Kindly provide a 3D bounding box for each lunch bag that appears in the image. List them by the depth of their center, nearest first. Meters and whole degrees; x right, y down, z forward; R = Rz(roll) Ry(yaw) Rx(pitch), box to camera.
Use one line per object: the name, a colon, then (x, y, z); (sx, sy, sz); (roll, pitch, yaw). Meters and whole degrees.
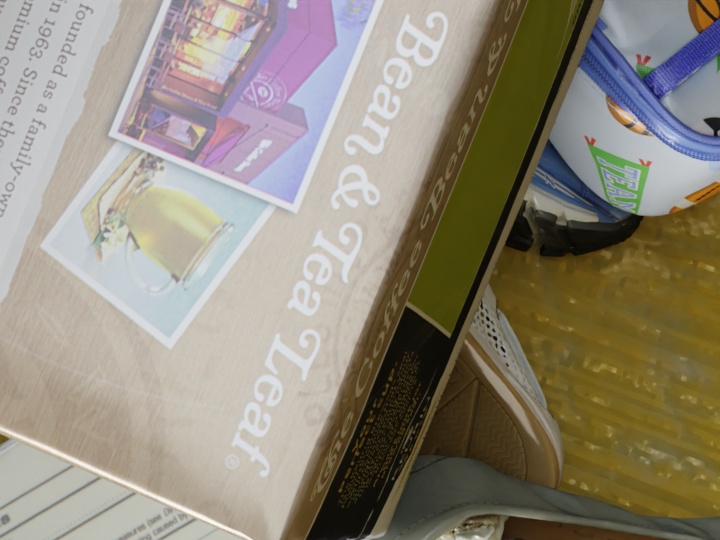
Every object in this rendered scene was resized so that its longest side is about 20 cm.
lunch bag: (0.123, -0.119, 0.764); (0.200, 0.076, 0.160); (-37, 80, -25)

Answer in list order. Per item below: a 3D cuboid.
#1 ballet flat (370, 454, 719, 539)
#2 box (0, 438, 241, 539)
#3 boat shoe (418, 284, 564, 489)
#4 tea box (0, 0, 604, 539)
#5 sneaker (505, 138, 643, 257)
ballet flat: (0.091, 0.108, 0.722); (0.199, 0.064, 0.068); (14, 110, -13)
box: (-0.048, 0.142, 0.732); (0.127, 0.109, 0.201); (-30, 76, -2)
boat shoe: (0.000, 0.000, 0.779); (0.071, 0.069, 0.201); (-33, 87, 17)
tea box: (-0.025, -0.045, 0.604); (0.133, 0.197, 0.201); (22, 87, 8)
sneaker: (0.025, -0.087, 0.791); (0.200, 0.079, 0.089); (44, 81, 7)
